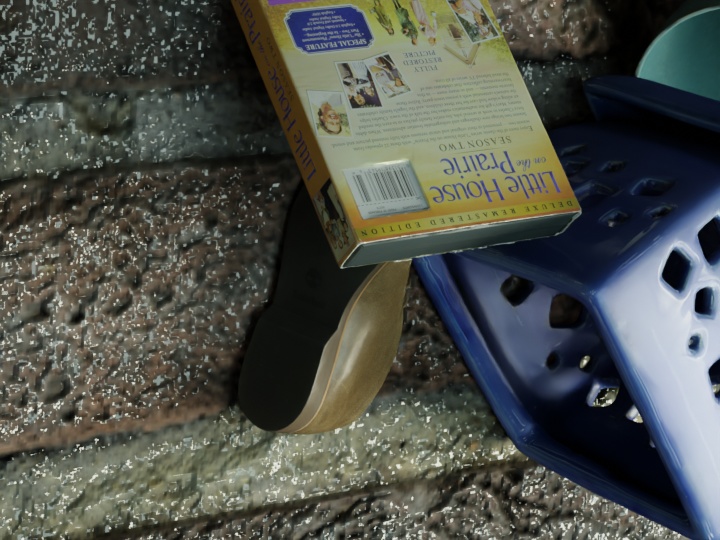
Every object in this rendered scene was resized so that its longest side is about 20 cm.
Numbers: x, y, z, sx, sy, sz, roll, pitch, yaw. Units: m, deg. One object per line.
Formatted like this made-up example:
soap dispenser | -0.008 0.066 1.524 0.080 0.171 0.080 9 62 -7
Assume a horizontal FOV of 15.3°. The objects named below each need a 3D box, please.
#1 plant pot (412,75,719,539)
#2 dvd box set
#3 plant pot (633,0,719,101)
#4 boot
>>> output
plant pot | 0.169 0.008 1.543 0.180 0.200 0.200 -41 122 -17
dvd box set | 0.019 -0.102 1.430 0.146 0.029 0.201 -10 66 -32
plant pot | 0.280 -0.122 1.607 0.135 0.200 0.200 -57 131 -37
boot | 0.000 0.000 1.515 0.075 0.074 0.201 15 102 -53
